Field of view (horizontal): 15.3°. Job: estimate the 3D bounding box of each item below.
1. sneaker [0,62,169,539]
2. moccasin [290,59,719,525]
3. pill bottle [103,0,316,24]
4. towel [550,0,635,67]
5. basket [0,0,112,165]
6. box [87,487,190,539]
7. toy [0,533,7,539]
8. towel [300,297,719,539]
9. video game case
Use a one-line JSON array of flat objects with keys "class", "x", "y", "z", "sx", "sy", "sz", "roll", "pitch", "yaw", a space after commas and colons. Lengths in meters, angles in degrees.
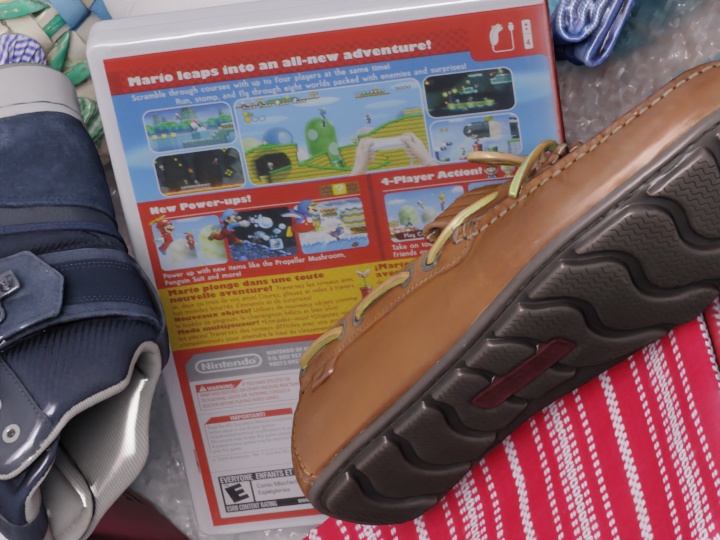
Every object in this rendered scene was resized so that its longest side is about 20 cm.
[{"class": "sneaker", "x": -0.157, "y": 0.033, "z": 0.814, "sx": 0.202, "sy": 0.077, "sz": 0.147, "roll": -23, "pitch": 63, "yaw": -7}, {"class": "moccasin", "x": 0.050, "y": -0.001, "z": 0.808, "sx": 0.201, "sy": 0.073, "sz": 0.078, "roll": -46, "pitch": 44, "yaw": 39}, {"class": "pill bottle", "x": -0.036, "y": -0.138, "z": 0.919, "sx": 0.113, "sy": 0.114, "sz": 0.201, "roll": -20, "pitch": 55, "yaw": 20}, {"class": "towel", "x": 0.107, "y": -0.160, "z": 0.877, "sx": 0.024, "sy": 0.147, "sz": 0.201, "roll": 25, "pitch": 95, "yaw": -2}, {"class": "basket", "x": -0.177, "y": -0.074, "z": 0.971, "sx": 0.200, "sy": 0.176, "sz": 0.139, "roll": -32, "pitch": 60, "yaw": 9}, {"class": "box", "x": -0.146, "y": 0.107, "z": 0.954, "sx": 0.200, "sy": 0.128, "sz": 0.109, "roll": 37, "pitch": 96, "yaw": 23}, {"class": "toy", "x": -0.191, "y": 0.039, "z": 0.883, "sx": 0.199, "sy": 0.047, "sz": 0.116, "roll": 16, "pitch": 70, "yaw": 11}, {"class": "towel", "x": 0.043, "y": 0.085, "z": 0.832, "sx": 0.200, "sy": 0.022, "sz": 0.145, "roll": -45, "pitch": 31, "yaw": 27}, {"class": "video game case", "x": 0.000, "y": 0.000, "z": 0.871, "sx": 0.142, "sy": 0.201, "sz": 0.017, "roll": -6, "pitch": 36, "yaw": 5}]
